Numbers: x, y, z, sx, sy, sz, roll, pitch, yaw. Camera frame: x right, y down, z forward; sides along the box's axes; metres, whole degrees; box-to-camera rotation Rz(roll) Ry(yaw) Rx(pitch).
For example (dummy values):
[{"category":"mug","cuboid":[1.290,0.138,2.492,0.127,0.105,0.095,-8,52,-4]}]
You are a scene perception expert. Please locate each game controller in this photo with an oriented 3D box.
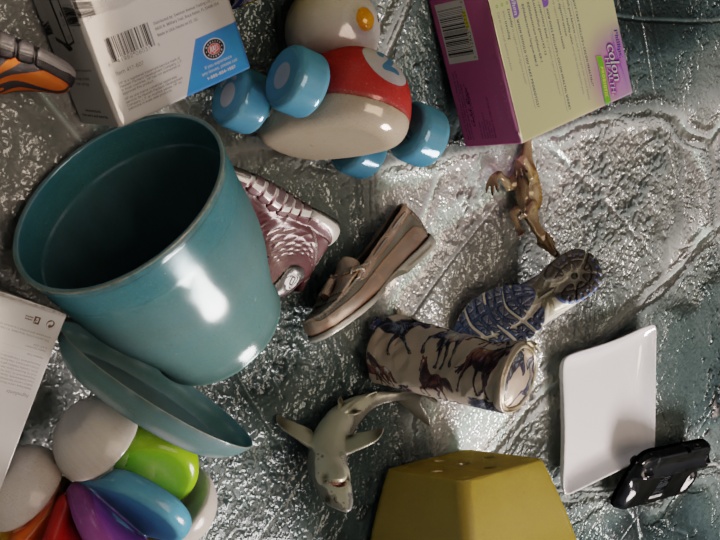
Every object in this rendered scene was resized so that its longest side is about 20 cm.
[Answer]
[{"category":"game controller","cuboid":[0.440,0.297,1.607,0.200,0.042,0.104,1,130,-44]}]

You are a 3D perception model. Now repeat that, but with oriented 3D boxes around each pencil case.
[{"category":"pencil case","cuboid":[0.099,0.098,1.200,0.078,0.200,0.090,24,79,-50]}]

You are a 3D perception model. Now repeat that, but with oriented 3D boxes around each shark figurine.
[{"category":"shark figurine","cuboid":[-0.013,0.188,1.224,0.214,0.128,0.090,-39,149,-47]}]

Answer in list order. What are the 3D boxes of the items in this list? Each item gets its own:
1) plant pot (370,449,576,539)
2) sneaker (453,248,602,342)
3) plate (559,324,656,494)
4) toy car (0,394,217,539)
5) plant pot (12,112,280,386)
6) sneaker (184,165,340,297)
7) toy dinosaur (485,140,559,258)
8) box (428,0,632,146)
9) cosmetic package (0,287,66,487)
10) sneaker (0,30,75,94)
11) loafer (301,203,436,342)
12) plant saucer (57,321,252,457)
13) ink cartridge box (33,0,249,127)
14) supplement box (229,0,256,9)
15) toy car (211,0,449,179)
[{"category":"plant pot","cuboid":[0.127,0.311,1.283,0.200,0.200,0.177,-7,92,-38]},{"category":"sneaker","cuboid":[0.203,0.049,1.356,0.200,0.085,0.077,-25,78,-11]},{"category":"plate","cuboid":[0.337,0.187,1.522,0.200,0.032,0.200,-15,109,-37]},{"category":"toy car","cuboid":[-0.227,0.222,0.964,0.200,0.150,0.175,-33,124,6]},{"category":"plant pot","cuboid":[-0.169,-0.003,0.977,0.200,0.200,0.188,-51,138,-20]},{"category":"sneaker","cuboid":[-0.110,-0.030,1.086,0.200,0.076,0.116,27,85,-40]},{"category":"toy dinosaur","cuboid":[0.200,-0.112,1.348,0.101,0.058,0.201,-5,90,-56]},{"category":"box","cuboid":[0.199,-0.257,1.266,0.200,0.097,0.176,-26,108,-32]},{"category":"cosmetic package","cuboid":[-0.331,0.110,0.910,0.085,0.107,0.201,25,82,-40]},{"category":"sneaker","cuboid":[-0.336,-0.147,0.884,0.200,0.078,0.112,12,95,-30]},{"category":"loafer","cuboid":[0.000,0.000,1.194,0.200,0.072,0.063,-40,105,-34]},{"category":"plant saucer","cuboid":[-0.185,0.110,0.972,0.200,0.200,0.027,35,87,-38]},{"category":"ink cartridge box","cuboid":[-0.202,-0.245,0.958,0.146,0.084,0.200,-31,116,-31]},{"category":"supplement box","cuboid":[-0.050,-0.340,1.028,0.200,0.109,0.110,-30,93,-31]},{"category":"toy car","cuboid":[-0.019,-0.215,1.072,0.184,0.177,0.201,17,76,-37]}]
